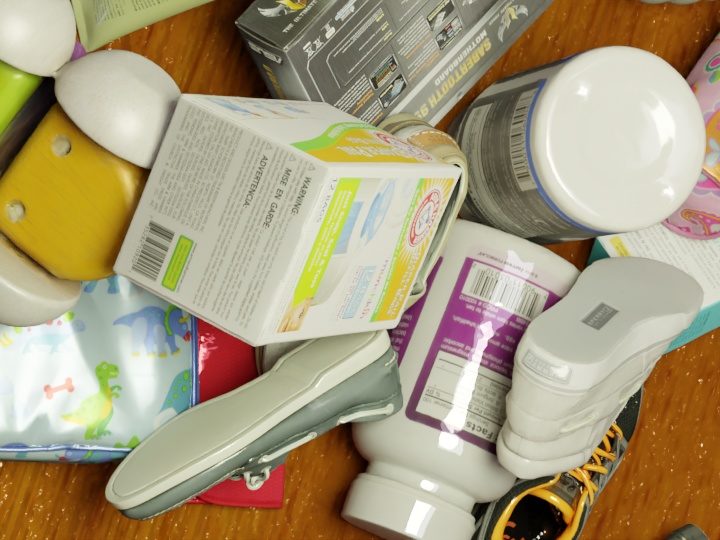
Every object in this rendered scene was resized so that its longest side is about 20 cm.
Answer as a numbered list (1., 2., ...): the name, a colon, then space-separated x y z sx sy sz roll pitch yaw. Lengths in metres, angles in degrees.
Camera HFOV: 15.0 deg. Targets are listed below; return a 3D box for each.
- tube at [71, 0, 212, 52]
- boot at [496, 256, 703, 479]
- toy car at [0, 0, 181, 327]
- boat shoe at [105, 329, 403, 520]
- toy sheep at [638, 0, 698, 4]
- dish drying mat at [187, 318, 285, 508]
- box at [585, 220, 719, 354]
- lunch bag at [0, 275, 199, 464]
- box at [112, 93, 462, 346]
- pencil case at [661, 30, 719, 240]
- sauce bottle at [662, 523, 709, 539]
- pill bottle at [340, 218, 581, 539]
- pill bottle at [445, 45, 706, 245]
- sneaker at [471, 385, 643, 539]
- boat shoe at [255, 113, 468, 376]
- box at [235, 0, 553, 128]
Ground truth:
1. tube: -0.099 -0.194 1.675 0.052 0.200 0.058 46 42 -42
2. boot: 0.143 0.061 1.704 0.200 0.073 0.096 -26 141 -53
3. toy car: -0.191 -0.082 1.593 0.200 0.150 0.175 40 112 2
4. boat shoe: -0.059 0.103 1.648 0.200 0.073 0.062 -32 116 -18
5. toy sheep: 0.207 -0.239 1.795 0.200 0.138 0.138 10 84 -23
6. dish drying mat: -0.080 0.050 1.740 0.077 0.018 0.200 4 86 -20
7. box: 0.256 -0.021 1.828 0.200 0.049 0.082 -24 67 -18
8. lunch bag: -0.200 0.036 1.669 0.200 0.082 0.161 4 83 -20
9. box: -0.038 -0.031 1.579 0.101 0.200 0.113 27 101 21
10. pencil case: 0.253 -0.113 1.807 0.087 0.087 0.200 42 60 -13
11. sauce bottle: 0.143 0.229 1.786 0.200 0.066 0.066 -24 96 -19
12. pill bottle: 0.060 0.078 1.739 0.112 0.112 0.200 24 80 -16
13. pill bottle: 0.126 -0.074 1.722 0.114 0.200 0.114 1 87 -18
14. sneaker: 0.131 0.132 1.779 0.078 0.077 0.200 34 76 -13
15. boat shoe: 0.000 0.000 1.707 0.075 0.068 0.200 22 99 -33
16. box: 0.027 -0.165 1.725 0.200 0.048 0.158 -47 143 -14
